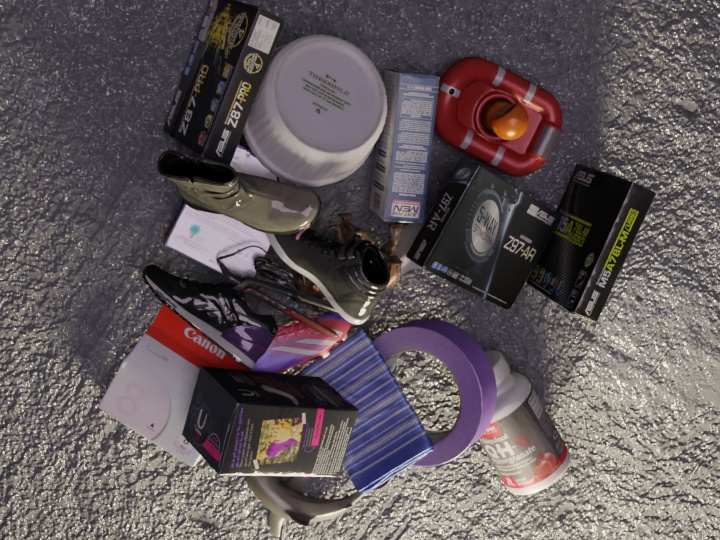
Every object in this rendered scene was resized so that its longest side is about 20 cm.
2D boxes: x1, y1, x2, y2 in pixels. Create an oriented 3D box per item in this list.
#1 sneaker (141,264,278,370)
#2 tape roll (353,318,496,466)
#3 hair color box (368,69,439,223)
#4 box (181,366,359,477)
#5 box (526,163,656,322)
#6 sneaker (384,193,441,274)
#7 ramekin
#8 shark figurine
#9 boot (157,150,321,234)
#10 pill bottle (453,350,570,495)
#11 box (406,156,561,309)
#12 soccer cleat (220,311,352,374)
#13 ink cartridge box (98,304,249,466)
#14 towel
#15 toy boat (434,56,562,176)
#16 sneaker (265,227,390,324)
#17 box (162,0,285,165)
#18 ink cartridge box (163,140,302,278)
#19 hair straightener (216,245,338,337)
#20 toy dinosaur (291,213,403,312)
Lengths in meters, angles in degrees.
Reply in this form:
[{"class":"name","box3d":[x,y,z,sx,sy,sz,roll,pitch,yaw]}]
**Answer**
[{"class":"sneaker","box3d":[-0.203,0.043,1.604,0.199,0.076,0.088,39,83,-6]},{"class":"tape roll","box3d":[0.091,0.173,1.667,0.198,0.066,0.202,5,101,26]},{"class":"hair color box","box3d":[0.060,-0.173,1.624,0.060,0.100,0.202,4,101,-12]},{"class":"box","box3d":[-0.122,0.207,1.589,0.199,0.122,0.107,9,104,-36]},{"class":"box","box3d":[0.319,-0.043,1.646,0.047,0.200,0.195,19,99,-15]},{"class":"sneaker","box3d":[0.109,-0.037,1.681,0.200,0.075,0.089,-41,118,-1]},{"class":"ramekin","box3d":[-0.056,-0.220,1.561,0.200,0.094,0.205,3,80,-20]},{"class":"shark figurine","box3d":[-0.063,0.346,1.718,0.212,0.090,0.130,0,103,-8]},{"class":"boot","box3d":[-0.153,-0.099,1.483,0.198,0.131,0.068,10,81,6]},{"class":"pill bottle","box3d":[0.219,0.222,1.729,0.110,0.111,0.201,-32,105,-2]},{"class":"box","box3d":[0.178,-0.049,1.658,0.199,0.043,0.161,26,97,-41]},{"class":"soccer cleat","box3d":[-0.104,0.102,1.667,0.199,0.067,0.077,-30,109,4]},{"class":"ink cartridge box","box3d":[-0.249,0.148,1.635,0.162,0.057,0.201,31,104,2]},{"class":"towel","box3d":[0.001,0.203,1.667,0.144,0.024,0.201,-35,82,25]},{"class":"toy boat","box3d":[0.194,-0.213,1.624,0.199,0.131,0.131,25,96,-14]},{"class":"sneaker","box3d":[-0.038,-0.028,1.548,0.200,0.071,0.099,45,131,0]},{"class":"box","box3d":[-0.181,-0.252,1.532,0.049,0.161,0.202,17,99,-31]},{"class":"ink cartridge box","box3d":[-0.167,-0.099,1.611,0.136,0.076,0.201,26,97,-15]},{"class":"hair straightener","box3d":[-0.104,0.019,1.603,0.199,0.041,0.078,27,81,-16]},{"class":"toy dinosaur","box3d":[0.000,0.000,1.629,0.085,0.199,0.137,-19,112,-47]}]
